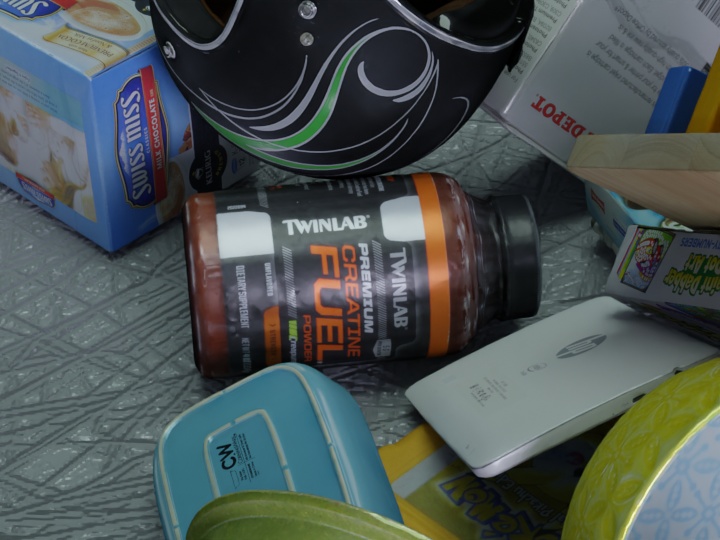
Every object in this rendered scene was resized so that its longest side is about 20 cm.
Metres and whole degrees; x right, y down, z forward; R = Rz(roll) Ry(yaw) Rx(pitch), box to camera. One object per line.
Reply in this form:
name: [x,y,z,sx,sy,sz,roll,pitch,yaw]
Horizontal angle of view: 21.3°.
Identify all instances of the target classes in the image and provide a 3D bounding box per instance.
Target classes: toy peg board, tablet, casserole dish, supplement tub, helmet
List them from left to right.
casserole dish: [-0.047,0.118,0.955,0.120,0.039,0.201,-27,39,4]
helmet: [-0.018,-0.148,1.096,0.199,0.190,0.202,23,52,-33]
supplement tub: [0.000,0.000,1.085,0.198,0.108,0.107,-6,37,-5]
tablet: [0.096,0.053,0.973,0.129,0.014,0.200,-25,10,-5]
toy peg board: [0.230,-0.050,0.862,0.198,0.099,0.199,24,-3,-17]

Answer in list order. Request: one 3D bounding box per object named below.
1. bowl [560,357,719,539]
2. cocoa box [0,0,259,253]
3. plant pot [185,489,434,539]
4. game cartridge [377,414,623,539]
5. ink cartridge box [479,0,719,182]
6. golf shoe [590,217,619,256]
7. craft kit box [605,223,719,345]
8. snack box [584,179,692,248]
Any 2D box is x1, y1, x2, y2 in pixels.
bowl: [0.160,0.117,0.866,0.198,0.202,0.108,-19,27,-22]
cocoa box: [-0.181,-0.128,1.237,0.199,0.134,0.131,30,47,35]
plant pot: [-0.027,0.225,0.751,0.198,0.201,0.191,16,54,22]
game cartridge: [0.086,0.129,0.975,0.199,0.033,0.176,-30,45,-33]
ink cartridge box: [0.158,-0.164,1.185,0.201,0.146,0.084,-55,46,7]
golf shoe: [0.244,-0.033,1.164,0.198,0.079,0.098,-17,56,-11]
craft kit box: [0.244,0.035,0.930,0.198,0.049,0.197,24,-1,-14]
snack box: [0.240,-0.046,1.082,0.198,0.037,0.116,-16,34,-11]
